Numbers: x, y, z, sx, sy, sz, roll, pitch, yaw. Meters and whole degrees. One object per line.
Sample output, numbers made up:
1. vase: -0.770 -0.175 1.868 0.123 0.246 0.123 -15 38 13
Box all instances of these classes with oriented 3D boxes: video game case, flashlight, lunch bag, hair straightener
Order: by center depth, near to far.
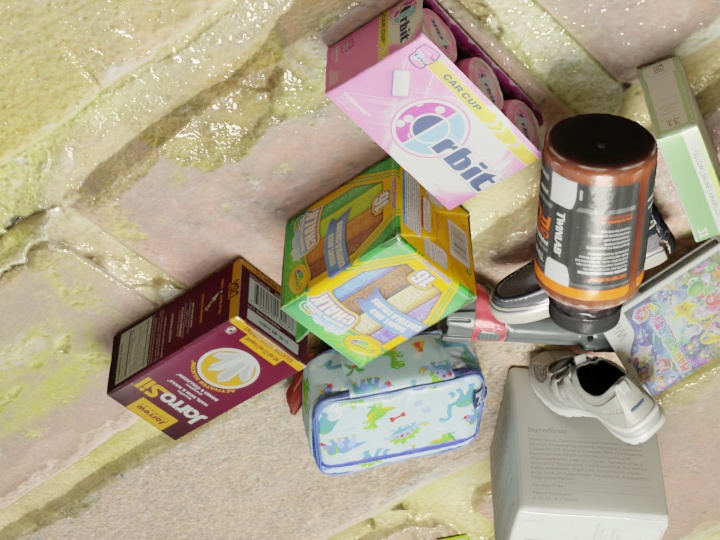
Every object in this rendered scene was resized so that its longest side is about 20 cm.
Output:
1. video game case: 0.354 0.039 1.657 0.199 0.018 0.143 -33 130 5
2. flashlight: 0.184 0.047 1.686 0.199 0.068 0.068 2 103 -8
3. lunch bag: 0.037 0.148 1.751 0.199 0.083 0.161 -9 142 -11
4. hair straightener: -0.017 0.088 1.755 0.077 0.041 0.201 4 133 -25

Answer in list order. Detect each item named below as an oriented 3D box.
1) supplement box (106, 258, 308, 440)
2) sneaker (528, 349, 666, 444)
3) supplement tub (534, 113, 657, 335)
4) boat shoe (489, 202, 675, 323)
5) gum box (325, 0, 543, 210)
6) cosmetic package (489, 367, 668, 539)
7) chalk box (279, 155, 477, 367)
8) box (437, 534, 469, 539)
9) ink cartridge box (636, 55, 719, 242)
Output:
1. supplement box: -0.164 0.087 1.710 0.199 0.086 0.110 -31 129 29
2. sneaker: 0.244 0.112 1.691 0.075 0.200 0.082 -42 119 -17
3. supplement tub: 0.217 -0.038 1.490 0.106 0.107 0.201 0 125 0
4. boat shoe: 0.210 -0.025 1.600 0.199 0.075 0.093 -26 127 6
5. gum box: 0.073 -0.151 1.471 0.113 0.066 0.200 -28 130 29
6. cosmetic package: 0.239 0.240 1.784 0.165 0.201 0.168 4 137 -3
7. chalk box: 0.000 0.000 1.590 0.199 0.125 0.124 -31 129 27
8. box: 0.145 0.449 2.062 0.047 0.122 0.201 -13 135 11
9. ink cartridge box: 0.309 -0.078 1.450 0.048 0.201 0.146 -18 134 15
